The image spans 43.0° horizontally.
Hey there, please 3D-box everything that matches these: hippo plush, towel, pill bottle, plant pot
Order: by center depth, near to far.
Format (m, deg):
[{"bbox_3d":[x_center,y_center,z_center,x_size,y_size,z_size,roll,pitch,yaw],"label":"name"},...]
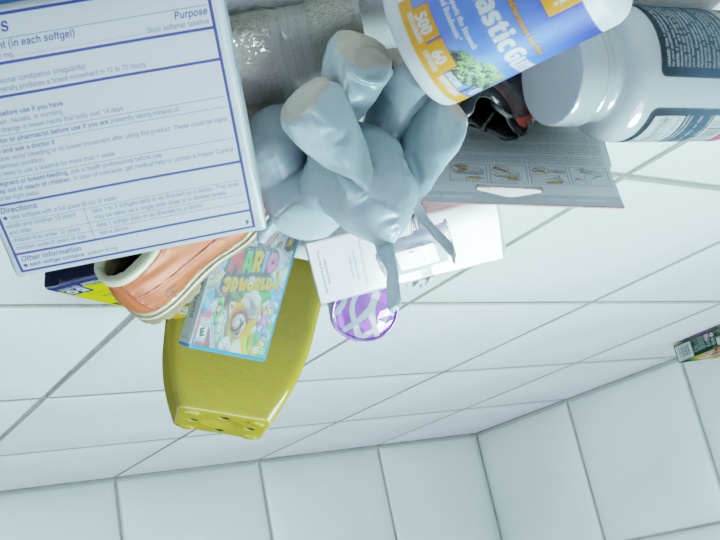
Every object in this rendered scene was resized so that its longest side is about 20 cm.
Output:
[{"bbox_3d":[0.124,-0.208,0.653,0.198,0.114,0.112,-22,160,28],"label":"pill bottle"},{"bbox_3d":[-0.010,-0.089,0.769,0.159,0.202,0.160,-36,-164,-33],"label":"hippo plush"},{"bbox_3d":[-0.061,-0.163,0.791,0.131,0.035,0.200,-13,162,-2],"label":"towel"},{"bbox_3d":[0.251,-0.177,0.823,0.197,0.121,0.120,-4,160,-25],"label":"pill bottle"},{"bbox_3d":[-0.162,0.100,1.159,0.193,0.203,0.194,12,157,-10],"label":"plant pot"}]

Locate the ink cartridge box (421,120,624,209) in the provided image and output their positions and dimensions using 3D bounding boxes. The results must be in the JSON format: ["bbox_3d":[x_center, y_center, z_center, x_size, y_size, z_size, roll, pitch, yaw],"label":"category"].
[{"bbox_3d":[0.136,-0.089,0.867,0.197,0.177,0.045,3,125,4],"label":"ink cartridge box"}]

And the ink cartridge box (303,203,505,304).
[{"bbox_3d":[0.037,-0.059,0.962,0.197,0.145,0.085,-13,127,-1],"label":"ink cartridge box"}]

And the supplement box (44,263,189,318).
[{"bbox_3d":[-0.217,-0.024,0.956,0.108,0.111,0.199,-11,164,26],"label":"supplement box"}]

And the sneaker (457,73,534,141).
[{"bbox_3d":[0.138,-0.155,0.867,0.198,0.083,0.077,-2,159,-41],"label":"sneaker"}]

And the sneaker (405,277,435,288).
[{"bbox_3d":[0.032,-0.019,1.230,0.198,0.081,0.089,-8,156,-30],"label":"sneaker"}]

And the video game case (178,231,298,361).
[{"bbox_3d":[-0.118,-0.009,0.977,0.018,0.203,0.143,13,176,29],"label":"video game case"}]

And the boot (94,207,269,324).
[{"bbox_3d":[-0.147,-0.047,0.799,0.201,0.075,0.107,-50,157,-8],"label":"boot"}]

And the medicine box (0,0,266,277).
[{"bbox_3d":[-0.170,-0.116,0.618,0.180,0.104,0.202,-11,131,-5],"label":"medicine box"}]

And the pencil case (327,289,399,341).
[{"bbox_3d":[0.000,0.000,1.062,0.083,0.201,0.086,21,115,-17],"label":"pencil case"}]

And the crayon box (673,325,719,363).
[{"bbox_3d":[1.015,0.199,2.568,0.171,0.059,0.200,-2,159,-30],"label":"crayon box"}]
